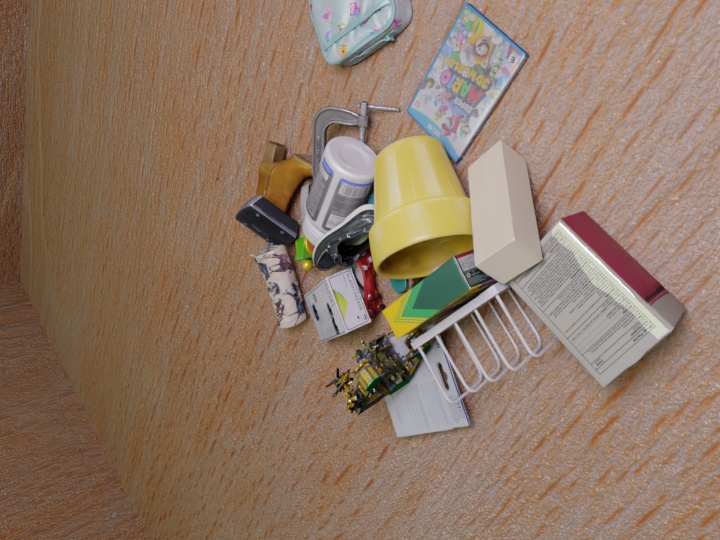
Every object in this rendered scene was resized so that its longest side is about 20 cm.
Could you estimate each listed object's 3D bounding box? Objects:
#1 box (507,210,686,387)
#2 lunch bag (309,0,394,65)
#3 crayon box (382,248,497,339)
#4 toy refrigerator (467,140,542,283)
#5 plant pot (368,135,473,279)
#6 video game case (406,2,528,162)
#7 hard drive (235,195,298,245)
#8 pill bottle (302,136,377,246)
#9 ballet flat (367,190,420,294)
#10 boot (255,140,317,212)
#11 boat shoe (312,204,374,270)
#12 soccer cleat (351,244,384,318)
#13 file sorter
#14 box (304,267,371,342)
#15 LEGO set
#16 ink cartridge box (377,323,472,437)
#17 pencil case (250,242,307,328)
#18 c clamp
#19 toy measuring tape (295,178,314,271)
[{"bbox_3d":[0.334,0.035,0.755,0.202,0.107,0.129,51,129,21],"label":"box"},{"bbox_3d":[-0.002,-0.481,0.966,0.196,0.076,0.167,-17,88,44],"label":"lunch bag"},{"bbox_3d":[0.155,0.025,0.859,0.172,0.197,0.060,-39,75,41],"label":"crayon box"},{"bbox_3d":[0.215,-0.090,0.793,0.076,0.069,0.206,-38,36,41],"label":"toy refrigerator"},{"bbox_3d":[0.101,-0.110,0.895,0.198,0.196,0.196,-27,67,43],"label":"plant pot"},{"bbox_3d":[0.171,-0.311,0.885,0.144,0.017,0.202,50,129,22],"label":"video game case"},{"bbox_3d":[-0.214,-0.112,1.204,0.133,0.043,0.199,35,165,-17],"label":"hard drive"},{"bbox_3d":[-0.044,-0.144,1.025,0.115,0.112,0.202,51,138,21],"label":"pill bottle"},{"bbox_3d":[0.066,-0.056,1.016,0.069,0.064,0.208,-17,86,42],"label":"ballet flat"},{"bbox_3d":[-0.156,-0.190,1.177,0.198,0.070,0.149,28,112,33],"label":"boot"},{"bbox_3d":[-0.026,-0.042,1.007,0.197,0.073,0.068,-36,51,35],"label":"boat shoe"},{"bbox_3d":[0.000,0.000,1.094,0.083,0.067,0.208,3,105,43],"label":"soccer cleat"},{"bbox_3d":[0.211,0.110,0.872,0.200,0.137,0.127,-42,75,41],"label":"file sorter"},{"bbox_3d":[-0.053,0.078,1.114,0.121,0.058,0.199,69,157,4],"label":"box"},{"bbox_3d":[0.026,0.162,0.983,0.116,0.196,0.156,46,147,25],"label":"LEGO set"},{"bbox_3d":[0.119,0.219,1.050,0.197,0.040,0.207,-24,83,44],"label":"ink cartridge box"},{"bbox_3d":[-0.188,0.040,1.246,0.087,0.078,0.207,-5,110,31],"label":"pencil case"},{"bbox_3d":[-0.021,-0.239,1.043,0.164,0.027,0.206,15,124,5],"label":"c clamp"},{"bbox_3d":[-0.108,-0.099,1.189,0.072,0.072,0.209,-10,72,43],"label":"toy measuring tape"}]
